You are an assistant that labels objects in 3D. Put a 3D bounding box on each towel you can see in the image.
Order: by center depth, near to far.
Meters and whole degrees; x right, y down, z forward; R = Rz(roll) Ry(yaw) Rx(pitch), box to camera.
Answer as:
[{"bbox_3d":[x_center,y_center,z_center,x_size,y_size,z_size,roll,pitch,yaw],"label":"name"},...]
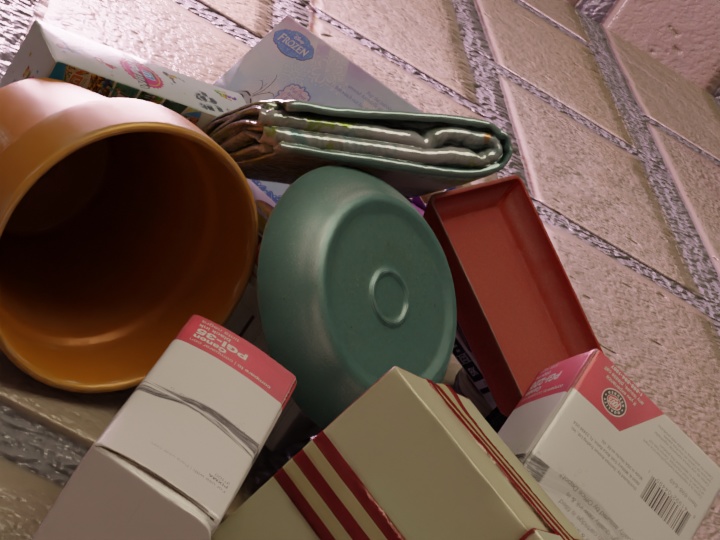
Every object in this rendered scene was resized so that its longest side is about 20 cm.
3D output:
[{"bbox_3d":[-0.008,-0.093,1.333,0.199,0.048,0.171,7,-5,-22],"label":"towel"}]

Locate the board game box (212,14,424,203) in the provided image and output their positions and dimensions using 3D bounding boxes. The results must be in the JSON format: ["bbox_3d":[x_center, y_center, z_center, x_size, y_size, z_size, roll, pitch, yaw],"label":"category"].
[{"bbox_3d":[-0.065,-0.099,1.501,0.200,0.199,0.043,39,-11,33],"label":"board game box"}]

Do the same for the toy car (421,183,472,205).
[{"bbox_3d":[0.007,-0.011,1.589,0.200,0.158,0.164,-27,67,-37],"label":"toy car"}]

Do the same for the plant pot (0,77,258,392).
[{"bbox_3d":[-0.201,-0.044,1.235,0.200,0.201,0.183,17,16,-39],"label":"plant pot"}]

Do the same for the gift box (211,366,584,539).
[{"bbox_3d":[0.037,0.197,1.071,0.187,0.200,0.184,49,12,22],"label":"gift box"}]

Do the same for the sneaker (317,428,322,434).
[{"bbox_3d":[-0.001,0.143,1.292,0.088,0.081,0.200,34,15,14],"label":"sneaker"}]

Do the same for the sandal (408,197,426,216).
[{"bbox_3d":[0.015,-0.052,1.505,0.202,0.050,0.083,23,58,23],"label":"sandal"}]

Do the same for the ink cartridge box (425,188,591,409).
[{"bbox_3d":[0.109,0.026,1.523,0.200,0.099,0.039,53,-20,0],"label":"ink cartridge box"}]

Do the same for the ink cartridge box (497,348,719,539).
[{"bbox_3d":[0.148,0.181,1.241,0.146,0.085,0.200,44,59,-11],"label":"ink cartridge box"}]

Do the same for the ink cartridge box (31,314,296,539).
[{"bbox_3d":[-0.123,0.132,1.020,0.083,0.147,0.200,34,21,-1],"label":"ink cartridge box"}]

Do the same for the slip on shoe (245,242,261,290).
[{"bbox_3d":[0.000,0.000,1.298,0.200,0.061,0.074,12,30,-48],"label":"slip on shoe"}]

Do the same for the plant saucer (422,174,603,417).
[{"bbox_3d":[0.124,0.026,1.437,0.200,0.037,0.200,65,26,4],"label":"plant saucer"}]

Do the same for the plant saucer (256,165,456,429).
[{"bbox_3d":[0.010,0.021,1.233,0.200,0.036,0.201,15,70,-46],"label":"plant saucer"}]

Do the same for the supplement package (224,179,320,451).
[{"bbox_3d":[-0.083,0.026,1.355,0.200,0.110,0.114,42,22,17],"label":"supplement package"}]

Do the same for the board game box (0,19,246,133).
[{"bbox_3d":[-0.200,-0.096,1.386,0.200,0.148,0.064,16,30,-39],"label":"board game box"}]

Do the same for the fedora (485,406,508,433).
[{"bbox_3d":[0.155,0.168,1.436,0.200,0.092,0.201,31,21,-13],"label":"fedora"}]

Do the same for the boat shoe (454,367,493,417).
[{"bbox_3d":[0.178,0.137,1.565,0.200,0.072,0.076,37,21,4],"label":"boat shoe"}]
